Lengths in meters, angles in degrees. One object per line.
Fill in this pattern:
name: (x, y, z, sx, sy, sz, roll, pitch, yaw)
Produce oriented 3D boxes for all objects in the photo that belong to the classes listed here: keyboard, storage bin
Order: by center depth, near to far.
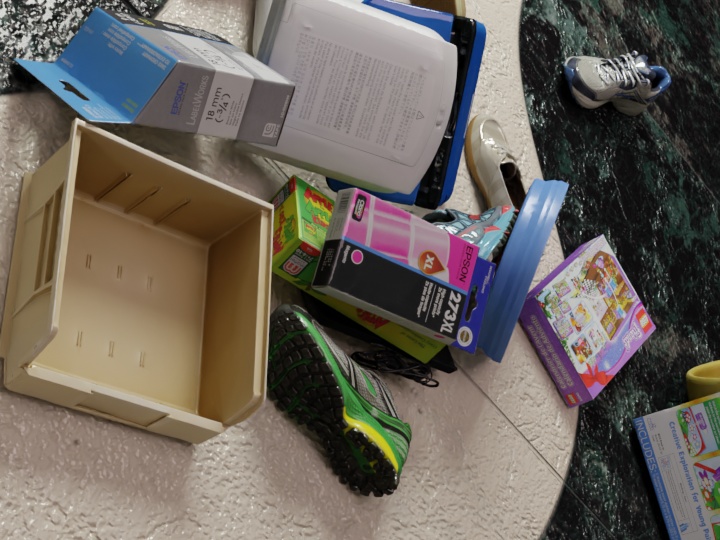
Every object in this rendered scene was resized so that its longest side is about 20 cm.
storage bin: (-0.179, 0.016, 1.022, 0.198, 0.093, 0.201, 23, 54, -36)
keyboard: (0.012, 0.065, 1.247, 0.198, 0.040, 0.105, 23, 35, -37)

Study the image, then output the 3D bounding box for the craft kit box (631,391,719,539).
craft kit box: (0.441, 0.240, 1.459, 0.048, 0.195, 0.203, 10, 62, -60)

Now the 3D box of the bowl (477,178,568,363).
bowl: (0.168, -0.003, 1.326, 0.039, 0.202, 0.202, 21, 46, 8)

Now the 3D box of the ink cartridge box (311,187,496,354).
ink cartridge box: (0.052, 0.004, 1.174, 0.198, 0.037, 0.096, 24, 75, -32)

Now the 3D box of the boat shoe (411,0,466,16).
boat shoe: (0.096, -0.374, 1.521, 0.062, 0.073, 0.203, 3, 67, -41)

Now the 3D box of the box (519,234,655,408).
box: (0.272, 0.057, 1.500, 0.199, 0.039, 0.138, -34, 94, -49)

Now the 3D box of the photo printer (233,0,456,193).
photo printer: (-0.008, -0.172, 1.216, 0.197, 0.069, 0.169, 15, 97, -18)

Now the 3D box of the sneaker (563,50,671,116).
sneaker: (0.356, -0.271, 1.723, 0.198, 0.085, 0.078, -1, 70, -45)

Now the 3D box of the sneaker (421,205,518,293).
sneaker: (0.112, -0.043, 1.340, 0.095, 0.080, 0.200, 26, 14, 5)

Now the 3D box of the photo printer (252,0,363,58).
photo printer: (-0.037, -0.264, 1.331, 0.165, 0.069, 0.203, 25, 53, -35)

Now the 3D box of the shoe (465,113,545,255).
shoe: (0.174, -0.096, 1.469, 0.069, 0.053, 0.203, 6, 66, -44)

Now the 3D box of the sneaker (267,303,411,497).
sneaker: (-0.023, 0.112, 1.157, 0.201, 0.077, 0.085, 57, 34, -20)

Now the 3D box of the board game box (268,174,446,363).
board game box: (0.000, 0.000, 1.220, 0.199, 0.048, 0.102, 32, 29, -28)

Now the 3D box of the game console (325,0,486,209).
game console: (0.052, -0.177, 1.332, 0.171, 0.117, 0.203, -32, 135, -76)

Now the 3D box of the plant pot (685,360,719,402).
plant pot: (0.522, 0.210, 1.573, 0.199, 0.199, 0.192, -10, 91, -47)

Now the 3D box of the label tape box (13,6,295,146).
label tape box: (-0.176, -0.173, 1.089, 0.198, 0.064, 0.144, 3, 25, -45)
